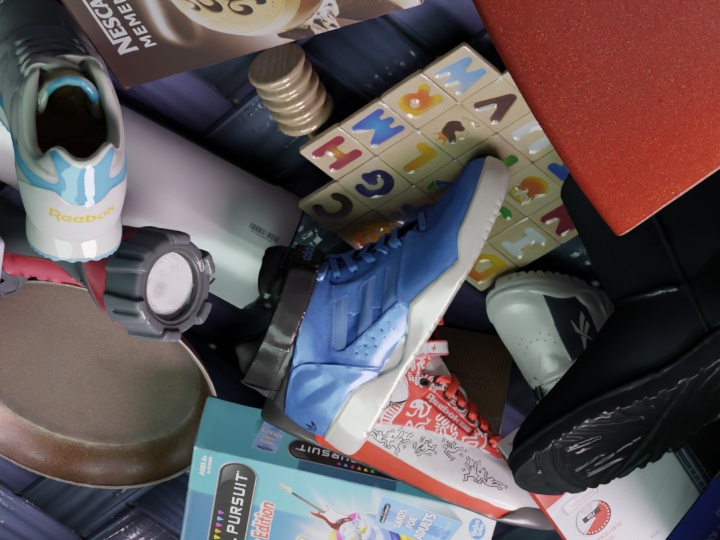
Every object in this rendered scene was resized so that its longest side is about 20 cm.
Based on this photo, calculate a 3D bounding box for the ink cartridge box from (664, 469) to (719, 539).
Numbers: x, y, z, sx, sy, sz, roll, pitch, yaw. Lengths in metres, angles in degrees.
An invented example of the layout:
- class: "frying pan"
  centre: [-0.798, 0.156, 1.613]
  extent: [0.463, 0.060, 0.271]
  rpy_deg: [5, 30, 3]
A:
- class: "ink cartridge box"
  centre: [0.237, 0.109, 1.532]
  extent: [0.047, 0.200, 0.198]
  rpy_deg: [41, 99, 17]

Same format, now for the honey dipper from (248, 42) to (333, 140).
- class: "honey dipper"
  centre: [-0.011, -0.059, 1.668]
  extent: [0.038, 0.038, 0.200]
  rpy_deg: [-8, 136, 24]

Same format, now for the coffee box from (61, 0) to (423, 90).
- class: "coffee box"
  centre: [-0.070, -0.188, 1.516]
  extent: [0.200, 0.080, 0.113]
  rpy_deg: [-14, 130, 28]

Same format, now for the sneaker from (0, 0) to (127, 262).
- class: "sneaker"
  centre: [-0.172, -0.100, 1.564]
  extent: [0.076, 0.200, 0.081]
  rpy_deg: [-6, 137, -17]

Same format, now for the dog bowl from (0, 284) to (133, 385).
- class: "dog bowl"
  centre: [-0.233, 0.025, 1.807]
  extent: [0.199, 0.050, 0.112]
  rpy_deg: [5, 136, 11]

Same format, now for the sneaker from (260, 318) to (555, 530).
- class: "sneaker"
  centre: [0.047, 0.081, 1.683]
  extent: [0.201, 0.108, 0.067]
  rpy_deg: [22, -179, 8]

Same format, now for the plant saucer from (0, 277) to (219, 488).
- class: "plant saucer"
  centre: [-0.186, 0.068, 1.779]
  extent: [0.200, 0.032, 0.200]
  rpy_deg: [9, 136, 9]

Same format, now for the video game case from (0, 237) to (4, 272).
- class: "video game case"
  centre: [-0.282, -0.010, 1.694]
  extent: [0.022, 0.200, 0.183]
  rpy_deg: [-15, 138, -29]

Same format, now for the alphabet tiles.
- class: "alphabet tiles"
  centre: [0.068, -0.059, 1.632]
  extent: [0.200, 0.006, 0.166]
  rpy_deg: [-31, 128, 31]

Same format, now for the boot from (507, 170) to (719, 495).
- class: "boot"
  centre: [0.151, 0.018, 1.564]
  extent: [0.200, 0.168, 0.076]
  rpy_deg: [-33, 143, 13]

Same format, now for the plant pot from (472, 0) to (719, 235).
- class: "plant pot"
  centre: [0.163, -0.176, 1.388]
  extent: [0.176, 0.200, 0.200]
  rpy_deg: [43, 132, -11]

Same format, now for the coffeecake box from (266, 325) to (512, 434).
- class: "coffeecake box"
  centre: [0.014, 0.123, 1.815]
  extent: [0.153, 0.073, 0.200]
  rpy_deg: [10, 137, 4]

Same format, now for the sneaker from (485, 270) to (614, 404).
- class: "sneaker"
  centre: [0.142, 0.099, 1.705]
  extent: [0.079, 0.130, 0.199]
  rpy_deg: [-16, 131, 28]

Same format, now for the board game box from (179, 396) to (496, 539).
- class: "board game box"
  centre: [-0.016, 0.169, 1.781]
  extent: [0.199, 0.047, 0.151]
  rpy_deg: [12, 137, 1]

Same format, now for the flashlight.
- class: "flashlight"
  centre: [-0.176, -0.001, 1.637]
  extent: [0.200, 0.068, 0.068]
  rpy_deg: [7, 157, 44]

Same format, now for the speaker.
- class: "speaker"
  centre: [-0.140, -0.055, 1.674]
  extent: [0.200, 0.081, 0.081]
  rpy_deg: [28, 136, -11]

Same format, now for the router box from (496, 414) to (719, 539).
- class: "router box"
  centre: [0.210, 0.114, 1.646]
  extent: [0.200, 0.049, 0.180]
  rpy_deg: [-38, 123, -2]

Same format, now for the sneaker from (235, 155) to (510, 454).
- class: "sneaker"
  centre: [0.000, 0.000, 1.617]
  extent: [0.111, 0.077, 0.200]
  rpy_deg: [31, 103, 0]
